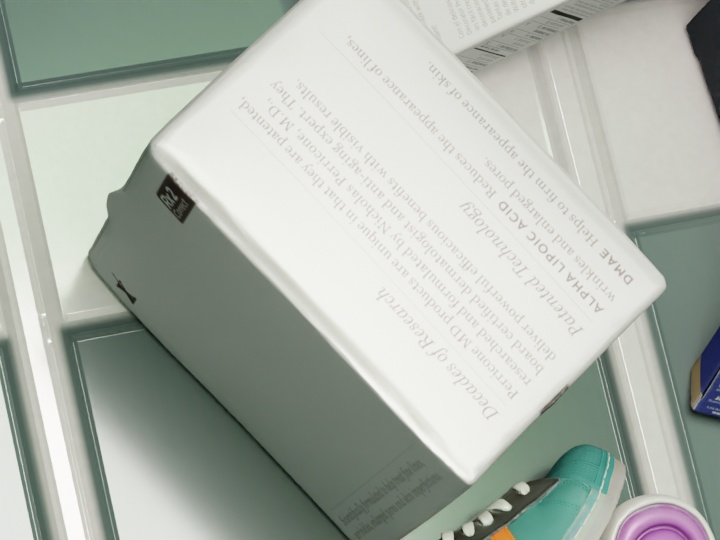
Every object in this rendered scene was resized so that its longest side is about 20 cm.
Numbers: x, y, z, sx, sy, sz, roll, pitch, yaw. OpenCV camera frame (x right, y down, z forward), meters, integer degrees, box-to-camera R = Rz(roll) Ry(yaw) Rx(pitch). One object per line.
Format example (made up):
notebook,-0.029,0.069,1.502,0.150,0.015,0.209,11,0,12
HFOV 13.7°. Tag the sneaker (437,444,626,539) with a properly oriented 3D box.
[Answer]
sneaker,0.043,0.145,1.368,0.080,0.071,0.200,39,67,3

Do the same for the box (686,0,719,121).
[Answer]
box,0.283,-0.090,1.468,0.199,0.104,0.149,-16,80,-17

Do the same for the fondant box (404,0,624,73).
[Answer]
fondant box,0.074,-0.187,1.412,0.199,0.058,0.145,-24,80,20

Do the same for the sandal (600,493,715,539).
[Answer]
sandal,0.152,0.204,1.380,0.082,0.050,0.204,-16,88,-16

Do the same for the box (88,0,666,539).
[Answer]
box,0.000,0.000,1.327,0.131,0.199,0.200,-43,89,-19

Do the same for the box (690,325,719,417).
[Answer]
box,0.245,0.013,1.385,0.120,0.200,0.033,15,51,-9
